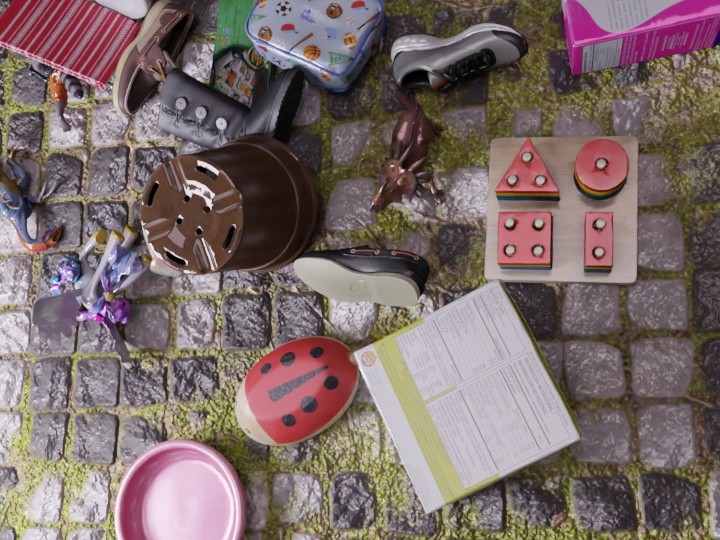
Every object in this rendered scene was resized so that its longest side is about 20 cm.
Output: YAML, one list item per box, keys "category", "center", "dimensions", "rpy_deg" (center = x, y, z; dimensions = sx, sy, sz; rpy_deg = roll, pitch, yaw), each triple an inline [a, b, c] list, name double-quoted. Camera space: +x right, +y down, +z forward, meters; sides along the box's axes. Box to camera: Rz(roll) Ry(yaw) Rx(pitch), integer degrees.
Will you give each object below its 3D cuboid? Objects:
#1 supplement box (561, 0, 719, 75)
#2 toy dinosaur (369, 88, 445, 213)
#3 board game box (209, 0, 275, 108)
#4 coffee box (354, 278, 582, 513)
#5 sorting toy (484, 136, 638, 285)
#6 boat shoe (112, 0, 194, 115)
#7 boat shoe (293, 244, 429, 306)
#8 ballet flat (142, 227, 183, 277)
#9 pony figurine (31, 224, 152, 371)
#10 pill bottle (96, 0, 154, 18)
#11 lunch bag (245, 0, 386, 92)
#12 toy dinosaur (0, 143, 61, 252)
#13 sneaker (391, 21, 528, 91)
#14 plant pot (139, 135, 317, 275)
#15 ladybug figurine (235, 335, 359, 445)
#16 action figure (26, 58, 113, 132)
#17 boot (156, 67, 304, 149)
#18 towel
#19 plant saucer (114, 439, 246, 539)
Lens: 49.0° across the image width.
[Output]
- category: "supplement box"
  center: [0.373, -0.345, 1.052]
  dimensions: [0.197, 0.103, 0.103]
  rpy_deg: [-8, 79, 12]
- category: "toy dinosaur"
  center: [0.067, -0.169, 1.083]
  dimensions: [0.085, 0.135, 0.203]
  rpy_deg: [0, 79, 15]
- category: "board game box"
  center: [-0.182, -0.333, 1.240]
  dimensions: [0.103, 0.023, 0.203]
  rpy_deg: [3, 81, 18]
- category: "coffee box"
  center: [0.139, 0.157, 0.970]
  dimensions: [0.196, 0.200, 0.202]
  rpy_deg: [-28, 73, 7]
- category: "sorting toy"
  center: [0.266, -0.088, 1.050]
  dimensions: [0.197, 0.070, 0.202]
  rpy_deg: [1, 80, 15]
- category: "boat shoe"
  center: [-0.325, -0.334, 1.255]
  dimensions: [0.071, 0.072, 0.202]
  rpy_deg: [22, 80, 19]
- category: "boat shoe"
  center: [0.001, 0.002, 1.111]
  dimensions: [0.199, 0.074, 0.063]
  rpy_deg: [7, 45, 26]
- category: "ballet flat"
  center: [-0.290, -0.082, 1.174]
  dimensions: [0.066, 0.068, 0.202]
  rpy_deg: [-2, 58, -11]
- category: "pony figurine"
  center: [-0.396, 0.040, 1.177]
  dimensions: [0.201, 0.166, 0.193]
  rpy_deg: [-51, 40, 5]
- category: "pill bottle"
  center: [-0.354, -0.520, 1.264]
  dimensions: [0.118, 0.120, 0.202]
  rpy_deg: [17, 72, 17]
- category: "lunch bag"
  center: [-0.060, -0.368, 1.179]
  dimensions: [0.198, 0.076, 0.162]
  rpy_deg: [27, 82, 10]
- category: "toy dinosaur"
  center: [-0.556, -0.112, 1.291]
  dimensions: [0.199, 0.104, 0.184]
  rpy_deg: [-16, 88, 50]
- category: "sneaker"
  center: [0.139, -0.294, 1.116]
  dimensions: [0.197, 0.074, 0.080]
  rpy_deg: [-5, 65, 21]
- category: "plant pot"
  center: [-0.185, -0.081, 1.074]
  dimensions: [0.197, 0.198, 0.203]
  rpy_deg: [3, 100, 18]
- category: "ladybug figurine"
  center: [-0.092, 0.164, 1.097]
  dimensions: [0.199, 0.072, 0.137]
  rpy_deg: [-33, 73, 7]
- category: "action figure"
  center: [-0.461, -0.354, 1.279]
  dimensions: [0.199, 0.105, 0.195]
  rpy_deg: [-35, 82, 7]
- category: "boot"
  center: [-0.199, -0.256, 1.184]
  dimensions: [0.198, 0.066, 0.167]
  rpy_deg: [26, 103, 14]
- category: "towel"
  center: [-0.465, -0.375, 1.245]
  dimensions: [0.198, 0.023, 0.146]
  rpy_deg: [22, 62, -4]
- category: "plant saucer"
  center: [-0.249, 0.342, 1.118]
  dimensions: [0.198, 0.051, 0.204]
  rpy_deg: [-3, 80, 14]
